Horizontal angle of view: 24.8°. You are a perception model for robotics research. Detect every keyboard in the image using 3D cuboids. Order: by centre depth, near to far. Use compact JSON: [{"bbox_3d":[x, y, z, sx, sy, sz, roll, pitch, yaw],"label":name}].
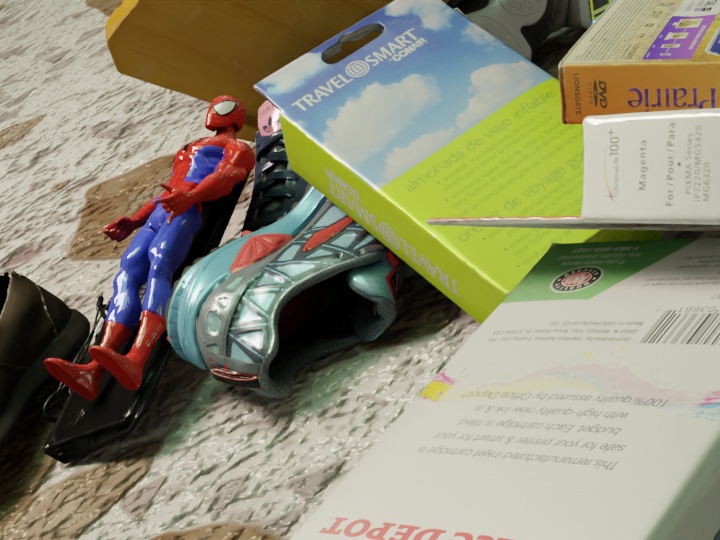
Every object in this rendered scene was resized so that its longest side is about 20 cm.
[{"bbox_3d":[-0.115,0.029,0.930,0.104,0.040,0.200,-21,35,39],"label":"keyboard"}]

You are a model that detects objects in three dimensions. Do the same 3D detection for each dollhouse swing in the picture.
[{"bbox_3d":[-0.050,-0.205,1.067,0.200,0.176,0.182,-43,31,38],"label":"dollhouse swing"}]

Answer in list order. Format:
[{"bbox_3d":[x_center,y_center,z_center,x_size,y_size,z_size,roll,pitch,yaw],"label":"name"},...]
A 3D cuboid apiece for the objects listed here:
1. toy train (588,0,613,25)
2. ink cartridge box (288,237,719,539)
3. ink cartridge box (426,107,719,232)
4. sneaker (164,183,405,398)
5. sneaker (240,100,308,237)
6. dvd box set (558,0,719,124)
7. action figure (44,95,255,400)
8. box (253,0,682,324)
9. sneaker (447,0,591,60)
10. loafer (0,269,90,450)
[{"bbox_3d":[0.186,-0.122,0.883,0.114,0.087,0.200,-28,25,20],"label":"toy train"},{"bbox_3d":[0.087,0.076,0.576,0.145,0.088,0.200,-1,32,45],"label":"ink cartridge box"},{"bbox_3d":[0.156,-0.036,0.660,0.200,0.044,0.173,0,2,-42],"label":"ink cartridge box"},{"bbox_3d":[0.000,0.000,0.860,0.200,0.079,0.095,-40,44,-17],"label":"sneaker"},{"bbox_3d":[-0.046,-0.057,0.982,0.070,0.082,0.200,-16,26,20],"label":"sneaker"},{"bbox_3d":[0.199,-0.096,0.706,0.199,0.029,0.146,2,22,19],"label":"dvd box set"},{"bbox_3d":[-0.107,-0.023,0.901,0.065,0.052,0.200,-21,33,45],"label":"action figure"},{"bbox_3d":[0.053,-0.058,0.820,0.122,0.048,0.200,-33,52,-21],"label":"box"},{"bbox_3d":[0.099,-0.184,1.093,0.200,0.076,0.114,-38,29,-18],"label":"sneaker"},{"bbox_3d":[-0.227,0.067,0.918,0.073,0.071,0.200,-35,14,30],"label":"loafer"}]
